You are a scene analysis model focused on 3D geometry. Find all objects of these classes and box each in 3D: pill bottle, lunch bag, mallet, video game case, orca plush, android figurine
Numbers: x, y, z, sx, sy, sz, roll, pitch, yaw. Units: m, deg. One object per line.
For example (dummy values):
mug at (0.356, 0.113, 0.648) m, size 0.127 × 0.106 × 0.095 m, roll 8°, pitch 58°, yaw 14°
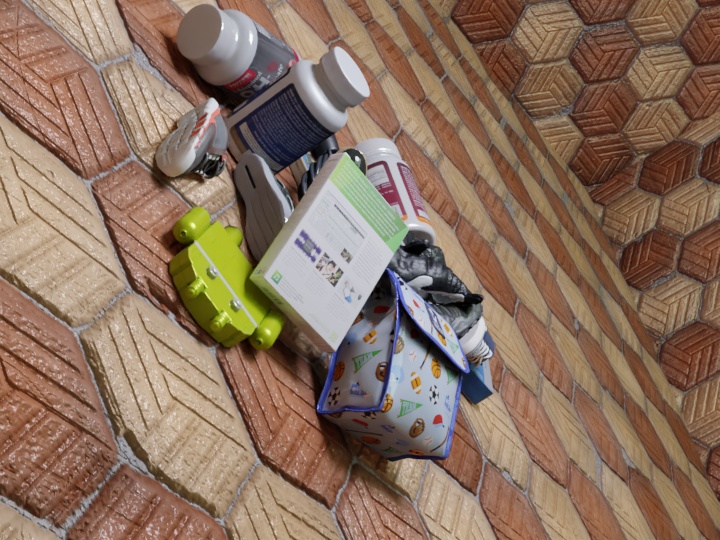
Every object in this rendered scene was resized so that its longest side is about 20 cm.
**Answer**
pill bottle at (-0.089, -0.223, 1.632) m, size 0.111 × 0.199 × 0.111 m, roll 47°, pitch 22°, yaw -26°
lunch bag at (0.053, 0.120, 1.483) m, size 0.170 × 0.123 × 0.202 m, roll 43°, pitch 52°, yaw -43°
mallet at (-0.078, -0.242, 1.773) m, size 0.200 × 0.041 × 0.066 m, roll 62°, pitch 4°, yaw -59°
video game case at (0.146, 0.098, 1.955) m, size 0.200 × 0.045 × 0.182 m, roll 48°, pitch 21°, yaw -26°
orca plush at (0.086, -0.005, 1.633) m, size 0.198 × 0.072 × 0.106 m, roll 24°, pitch 30°, yaw -4°
pill bottle at (-0.176, -0.310, 1.686) m, size 0.199 × 0.110 × 0.112 m, roll 23°, pitch 39°, yaw -58°
pill bottle at (0.043, -0.113, 1.919) m, size 0.114 × 0.114 × 0.202 m, roll 32°, pitch 32°, yaw -50°
android figurine at (-0.158, 0.013, 1.353) m, size 0.183 × 0.041 × 0.200 m, roll 56°, pitch 18°, yaw -8°

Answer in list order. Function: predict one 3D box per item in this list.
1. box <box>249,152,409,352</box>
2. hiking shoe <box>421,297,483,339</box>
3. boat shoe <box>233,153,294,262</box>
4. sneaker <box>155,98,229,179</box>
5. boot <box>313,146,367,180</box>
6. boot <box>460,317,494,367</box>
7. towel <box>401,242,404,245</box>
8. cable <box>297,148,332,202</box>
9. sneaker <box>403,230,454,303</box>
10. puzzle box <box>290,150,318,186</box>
box at (-0.034, -0.023, 1.427) m, size 0.144 × 0.036 × 0.201 m, roll 48°, pitch 63°, yaw -30°
hiking shoe at (0.105, 0.067, 1.665) m, size 0.101 × 0.076 × 0.200 m, roll 47°, pitch 37°, yaw 1°
boat shoe at (-0.112, -0.076, 1.544) m, size 0.071 × 0.072 × 0.201 m, roll 33°, pitch 29°, yaw -42°
sneaker at (-0.196, -0.152, 1.461) m, size 0.082 × 0.076 × 0.201 m, roll 57°, pitch 19°, yaw -20°
boot at (-0.026, -0.086, 1.534) m, size 0.077 × 0.138 × 0.202 m, roll 25°, pitch 72°, yaw -12°
boot at (0.181, 0.115, 1.831) m, size 0.091 × 0.072 × 0.200 m, roll 57°, pitch 14°, yaw -12°
towel at (0.000, 0.000, 1.661) m, size 0.149 × 0.031 × 0.201 m, roll 42°, pitch 46°, yaw -29°
cable at (-0.039, -0.081, 1.717) m, size 0.162 × 0.050 × 0.202 m, roll -3°, pitch 78°, yaw -48°
sneaker at (0.086, -0.020, 1.821) m, size 0.104 × 0.060 × 0.202 m, roll -35°, pitch 111°, yaw -44°
puzzle box at (-0.060, -0.135, 1.833) m, size 0.133 × 0.025 × 0.202 m, roll 18°, pitch 44°, yaw -62°
